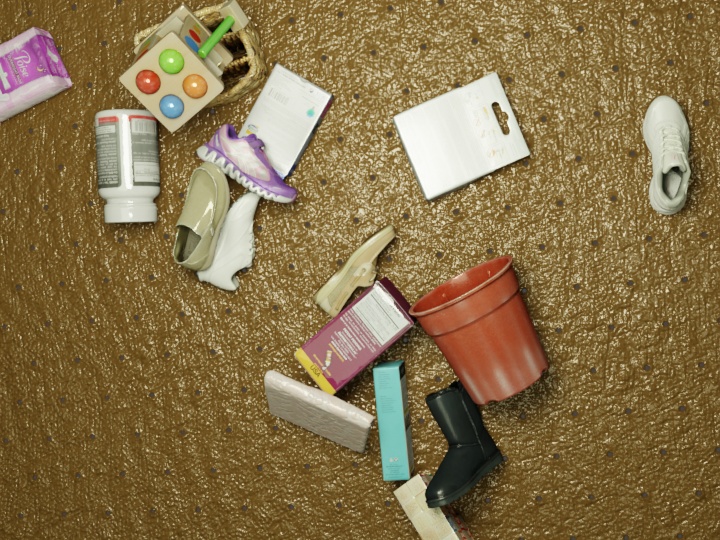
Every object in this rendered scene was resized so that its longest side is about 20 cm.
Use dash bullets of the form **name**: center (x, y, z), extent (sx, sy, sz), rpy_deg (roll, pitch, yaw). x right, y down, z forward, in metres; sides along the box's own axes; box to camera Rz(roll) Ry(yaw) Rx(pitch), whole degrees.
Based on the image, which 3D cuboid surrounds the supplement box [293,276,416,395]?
- **supplement box**: center (-0.004, 0.115, 1.604), extent (0.200, 0.131, 0.103), rpy_deg (-41, 86, 8)

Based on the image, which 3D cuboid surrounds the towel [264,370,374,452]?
- **towel**: center (-0.073, 0.251, 1.601), extent (0.198, 0.191, 0.032), rpy_deg (22, 66, 8)

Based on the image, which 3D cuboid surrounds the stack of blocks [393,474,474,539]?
- **stack of blocks**: center (0.148, 0.462, 1.601), extent (0.058, 0.115, 0.201), rpy_deg (-36, 68, 8)

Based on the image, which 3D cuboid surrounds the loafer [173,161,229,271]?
- **loafer**: center (-0.284, -0.091, 1.596), extent (0.075, 0.068, 0.202), rpy_deg (18, 107, 26)

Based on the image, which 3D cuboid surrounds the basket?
- **basket**: center (-0.282, -0.372, 1.620), extent (0.198, 0.149, 0.144), rpy_deg (-15, 90, 8)

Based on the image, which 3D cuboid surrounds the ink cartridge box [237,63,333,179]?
- **ink cartridge box**: center (-0.148, -0.261, 1.657), extent (0.119, 0.042, 0.201), rpy_deg (31, 96, 6)

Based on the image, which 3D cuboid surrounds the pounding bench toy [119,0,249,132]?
- **pounding bench toy**: center (-0.278, -0.356, 1.500), extent (0.199, 0.157, 0.124), rpy_deg (-35, 118, 20)

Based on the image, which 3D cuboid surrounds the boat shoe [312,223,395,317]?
- **boat shoe**: center (0.000, 0.000, 1.634), extent (0.064, 0.071, 0.200), rpy_deg (44, 106, -1)

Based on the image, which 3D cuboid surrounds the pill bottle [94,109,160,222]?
- **pill bottle**: center (-0.428, -0.190, 1.668), extent (0.113, 0.114, 0.202), rpy_deg (-1, 92, 9)

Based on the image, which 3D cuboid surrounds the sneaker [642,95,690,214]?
- **sneaker**: center (0.525, -0.197, 1.522), extent (0.077, 0.099, 0.202), rpy_deg (-7, 91, 9)

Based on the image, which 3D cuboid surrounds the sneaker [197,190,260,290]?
- **sneaker**: center (-0.226, -0.056, 1.671), extent (0.087, 0.075, 0.201), rpy_deg (27, 105, 0)

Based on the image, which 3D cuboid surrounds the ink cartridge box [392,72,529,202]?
- **ink cartridge box**: center (0.177, -0.235, 1.608), extent (0.198, 0.057, 0.164), rpy_deg (-23, 89, 1)

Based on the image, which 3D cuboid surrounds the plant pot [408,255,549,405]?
- **plant pot**: center (0.214, 0.109, 1.548), extent (0.199, 0.201, 0.197), rpy_deg (-27, 96, 9)

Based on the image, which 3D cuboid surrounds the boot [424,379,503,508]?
- **boot**: center (0.151, 0.296, 1.571), extent (0.076, 0.199, 0.169), rpy_deg (-27, 89, 49)

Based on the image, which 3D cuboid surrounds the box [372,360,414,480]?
- **box**: center (0.060, 0.268, 1.625), extent (0.049, 0.082, 0.202), rpy_deg (-5, 91, 10)

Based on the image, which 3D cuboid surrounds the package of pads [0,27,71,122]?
- **package of pads**: center (-0.663, -0.363, 1.718), extent (0.198, 0.076, 0.122), rpy_deg (-23, 91, 9)

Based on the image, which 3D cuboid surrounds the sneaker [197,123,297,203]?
- **sneaker**: center (-0.192, -0.194, 1.612), extent (0.199, 0.080, 0.089), rpy_deg (33, 96, 9)
